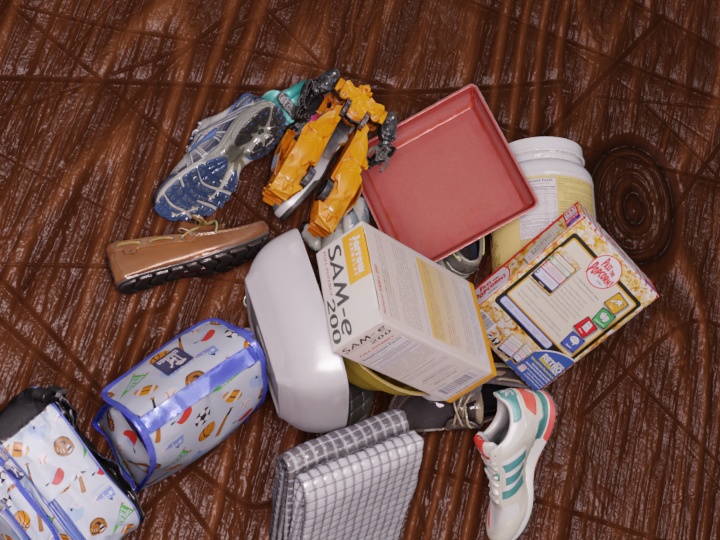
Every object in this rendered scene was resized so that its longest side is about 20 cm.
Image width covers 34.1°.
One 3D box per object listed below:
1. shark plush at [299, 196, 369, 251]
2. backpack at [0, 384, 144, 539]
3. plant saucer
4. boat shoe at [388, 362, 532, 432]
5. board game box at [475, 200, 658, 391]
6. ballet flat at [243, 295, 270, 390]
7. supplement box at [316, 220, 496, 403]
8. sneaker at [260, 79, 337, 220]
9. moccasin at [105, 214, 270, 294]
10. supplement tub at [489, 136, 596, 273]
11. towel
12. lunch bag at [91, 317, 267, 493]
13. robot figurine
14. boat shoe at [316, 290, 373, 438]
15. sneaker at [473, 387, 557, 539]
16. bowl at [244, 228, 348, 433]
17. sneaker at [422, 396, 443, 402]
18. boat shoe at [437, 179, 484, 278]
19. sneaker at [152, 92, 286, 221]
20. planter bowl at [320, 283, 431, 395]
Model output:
[{"bbox_3d":[0.000,0.000,1.498,0.083,0.090,0.203,3,63,-51],"label":"shark plush"},{"bbox_3d":[-0.327,0.231,1.242,0.190,0.200,0.154,45,69,-9],"label":"backpack"},{"bbox_3d":[0.106,-0.113,1.523,0.198,0.037,0.202,-28,66,6],"label":"plant saucer"},{"bbox_3d":[0.129,0.161,1.474,0.197,0.073,0.076,-14,105,-23],"label":"boat shoe"},{"bbox_3d":[0.243,0.037,1.451,0.151,0.199,0.046,43,18,-19],"label":"board game box"},{"bbox_3d":[-0.112,0.061,1.444,0.069,0.067,0.203,3,70,7],"label":"ballet flat"},{"bbox_3d":[0.050,0.049,1.259,0.199,0.073,0.128,28,40,-42],"label":"supplement box"},{"bbox_3d":[-0.091,-0.170,1.505,0.120,0.083,0.201,36,57,-11],"label":"sneaker"},{"bbox_3d":[-0.208,-0.031,1.425,0.198,0.074,0.079,-16,71,-6],"label":"moccasin"},{"bbox_3d":[0.242,-0.060,1.558,0.143,0.145,0.203,5,71,-18],"label":"supplement tub"},{"bbox_3d":[-0.021,0.261,1.342,0.164,0.202,0.086,-18,48,-29],"label":"towel"},{"bbox_3d":[-0.198,0.145,1.302,0.169,0.200,0.125,-34,86,-25],"label":"lunch bag"},{"bbox_3d":[-0.037,-0.150,1.450,0.144,0.058,0.202,35,64,-15],"label":"robot figurine"},{"bbox_3d":[-0.030,0.117,1.444,0.075,0.073,0.204,5,88,-32],"label":"boat shoe"},{"bbox_3d":[0.172,0.238,1.446,0.092,0.070,0.203,12,98,-27],"label":"sneaker"},{"bbox_3d":[-0.075,0.077,1.299,0.073,0.201,0.202,-16,68,-11],"label":"bowl"},{"bbox_3d":[0.103,0.061,1.472,0.074,0.087,0.202,0,45,-1],"label":"sneaker"},{"bbox_3d":[0.123,-0.092,1.572,0.071,0.060,0.205,-7,76,-21],"label":"boat shoe"},{"bbox_3d":[-0.183,-0.144,1.466,0.199,0.077,0.085,-41,46,-2],"label":"sneaker"},{"bbox_3d":[0.016,0.075,1.359,0.198,0.083,0.202,25,42,-25],"label":"planter bowl"}]
